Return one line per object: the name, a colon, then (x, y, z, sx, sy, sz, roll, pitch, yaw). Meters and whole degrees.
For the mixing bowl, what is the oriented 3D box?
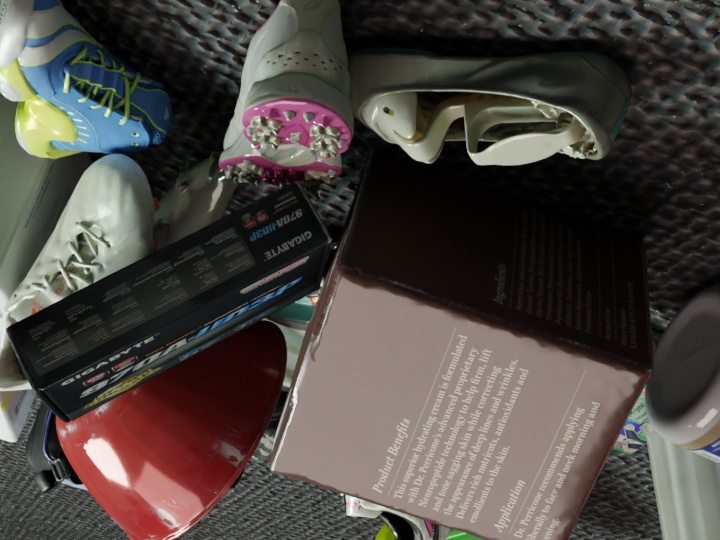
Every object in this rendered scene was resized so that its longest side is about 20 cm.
mixing bowl: (-0.160, 0.097, 1.162, 0.108, 0.201, 0.200, 35, 151, -25)

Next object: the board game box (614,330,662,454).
board game box: (0.195, 0.091, 1.231, 0.134, 0.029, 0.200, 21, 157, -4)

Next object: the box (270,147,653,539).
box: (0.067, 0.052, 0.993, 0.199, 0.164, 0.166, 19, 122, -3)

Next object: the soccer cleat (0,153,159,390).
soccer cleat: (-0.196, 0.009, 1.038, 0.069, 0.078, 0.200, 42, 125, 19)

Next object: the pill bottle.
pill bottle: (0.308, 0.097, 1.058, 0.200, 0.116, 0.116, 24, 156, -16)

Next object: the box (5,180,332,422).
box: (-0.118, 0.024, 0.978, 0.046, 0.200, 0.159, 61, 170, 8)

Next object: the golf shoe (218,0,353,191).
golf shoe: (-0.040, -0.102, 0.912, 0.075, 0.092, 0.200, 8, 169, -12)

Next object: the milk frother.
milk frother: (0.299, 0.218, 1.224, 0.180, 0.189, 0.200, 3, 159, -23)

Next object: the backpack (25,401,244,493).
backpack: (-0.194, 0.129, 1.395, 0.190, 0.201, 0.154, 20, 165, -15)

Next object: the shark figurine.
shark figurine: (-0.105, -0.034, 1.101, 0.089, 0.128, 0.214, 36, 125, -18)

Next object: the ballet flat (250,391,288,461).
ballet flat: (-0.012, 0.138, 1.382, 0.199, 0.067, 0.057, -1, 120, -8)

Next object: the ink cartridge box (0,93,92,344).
ink cartridge box: (-0.286, -0.029, 1.152, 0.147, 0.145, 0.200, 14, 156, 10)

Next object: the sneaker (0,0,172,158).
sneaker: (-0.171, -0.127, 0.969, 0.105, 0.076, 0.200, 6, 164, -4)

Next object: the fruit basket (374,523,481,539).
fruit basket: (0.085, 0.259, 1.511, 0.215, 0.156, 0.216, 2, 148, 1)

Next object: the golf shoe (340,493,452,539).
golf shoe: (0.014, 0.156, 1.254, 0.200, 0.092, 0.073, 51, 154, -23)

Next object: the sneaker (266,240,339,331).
sneaker: (0.000, 0.000, 1.123, 0.199, 0.072, 0.080, 2, 151, 17)

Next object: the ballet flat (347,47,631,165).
ballet flat: (0.056, -0.092, 0.881, 0.199, 0.064, 0.067, 3, 153, 30)

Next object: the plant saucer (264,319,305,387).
plant saucer: (-0.017, 0.057, 1.275, 0.200, 0.050, 0.200, 15, 157, 7)

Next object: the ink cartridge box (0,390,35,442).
ink cartridge box: (-0.324, 0.048, 1.350, 0.083, 0.145, 0.200, 19, 156, 0)
